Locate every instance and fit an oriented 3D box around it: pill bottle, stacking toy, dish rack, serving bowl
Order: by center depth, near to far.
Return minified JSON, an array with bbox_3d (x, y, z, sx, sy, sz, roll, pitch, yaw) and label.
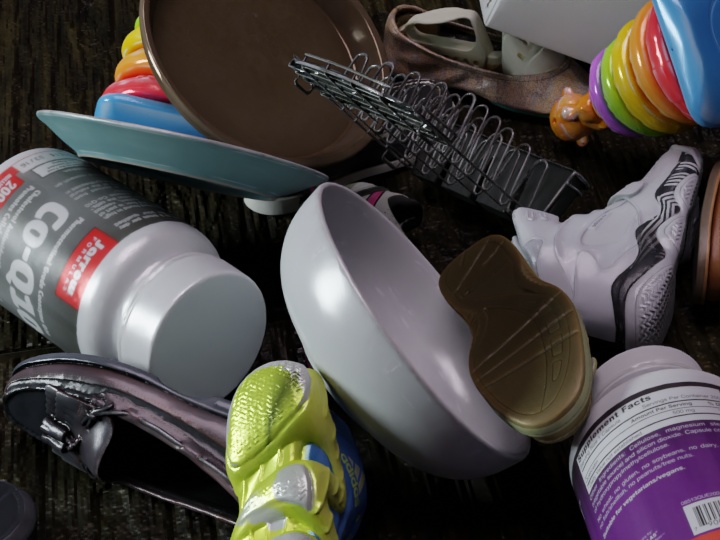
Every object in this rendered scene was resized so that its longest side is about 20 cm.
[{"bbox_3d":[0.178,0.131,0.985,0.111,0.113,0.201,-7,35,-4],"label":"pill bottle"},{"bbox_3d":[0.016,0.047,1.085,0.066,0.200,0.201,-38,34,14],"label":"serving bowl"},{"bbox_3d":[-0.161,0.006,1.192,0.114,0.115,0.199,-31,43,-32],"label":"pill bottle"},{"bbox_3d":[0.048,-0.098,1.249,0.153,0.200,0.055,25,82,44],"label":"dish rack"},{"bbox_3d":[0.206,-0.135,1.320,0.109,0.117,0.200,-13,-8,-36],"label":"stacking toy"},{"bbox_3d":[-0.132,-0.175,1.363,0.109,0.116,0.202,11,70,-10],"label":"stacking toy"}]

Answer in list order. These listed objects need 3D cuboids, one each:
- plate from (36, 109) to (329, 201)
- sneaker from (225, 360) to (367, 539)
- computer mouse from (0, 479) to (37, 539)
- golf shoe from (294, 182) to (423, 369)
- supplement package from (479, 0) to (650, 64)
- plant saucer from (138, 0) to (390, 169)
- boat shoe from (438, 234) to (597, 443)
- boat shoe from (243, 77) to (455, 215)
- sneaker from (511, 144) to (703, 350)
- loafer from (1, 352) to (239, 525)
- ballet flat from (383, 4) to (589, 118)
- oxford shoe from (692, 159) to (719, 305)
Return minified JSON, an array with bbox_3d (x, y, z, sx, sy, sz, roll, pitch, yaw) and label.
[{"bbox_3d":[-0.120,-0.072,1.216,0.198,0.026,0.200,12,-2,0],"label":"plate"},{"bbox_3d":[-0.030,0.155,1.010,0.075,0.105,0.202,-6,64,28],"label":"sneaker"},{"bbox_3d":[-0.260,0.153,1.059,0.199,0.053,0.138,9,35,36],"label":"computer mouse"},{"bbox_3d":[0.000,0.000,1.220,0.091,0.073,0.201,0,36,4],"label":"golf shoe"},{"bbox_3d":[0.202,-0.235,1.424,0.199,0.120,0.122,17,33,-15],"label":"supplement package"},{"bbox_3d":[-0.070,-0.156,1.316,0.199,0.029,0.201,15,57,-24],"label":"plant saucer"},{"bbox_3d":[0.099,0.047,1.079,0.073,0.063,0.201,-37,27,3],"label":"boat shoe"},{"bbox_3d":[-0.008,-0.109,1.382,0.199,0.061,0.074,-26,40,-27],"label":"boat shoe"},{"bbox_3d":[0.165,-0.026,1.236,0.114,0.076,0.200,10,41,15],"label":"sneaker"},{"bbox_3d":[-0.134,0.102,1.097,0.198,0.072,0.063,13,43,18],"label":"loafer"},{"bbox_3d":[0.103,-0.170,1.451,0.199,0.068,0.068,14,40,23],"label":"ballet flat"},{"bbox_3d":[0.271,-0.039,1.252,0.071,0.072,0.200,15,38,18],"label":"oxford shoe"}]
